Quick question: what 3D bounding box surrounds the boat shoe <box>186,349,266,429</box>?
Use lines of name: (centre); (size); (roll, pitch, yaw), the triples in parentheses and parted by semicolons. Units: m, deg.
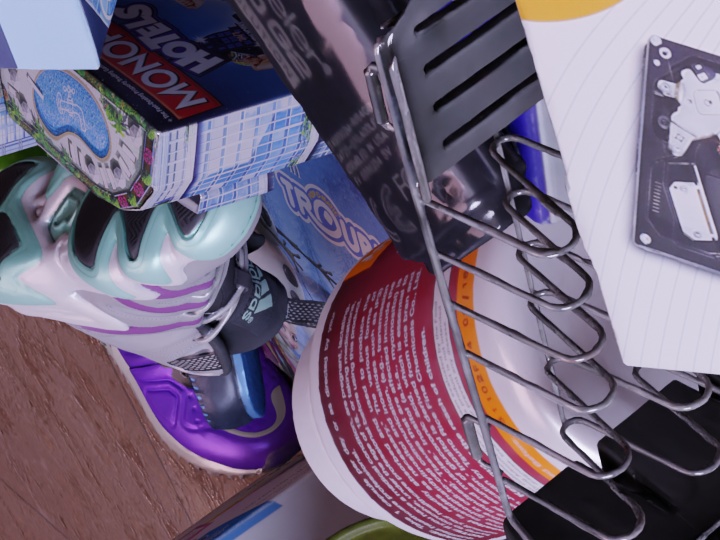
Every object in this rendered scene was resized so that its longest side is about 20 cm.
boat shoe: (-0.100, -0.011, 1.026); (0.084, 0.068, 0.201); (70, 180, -67)

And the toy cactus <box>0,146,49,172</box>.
toy cactus: (-0.128, -0.112, 0.922); (0.101, 0.166, 0.200); (4, 161, 10)

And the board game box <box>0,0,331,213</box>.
board game box: (-0.081, -0.080, 0.736); (0.200, 0.199, 0.062); (40, 138, 41)

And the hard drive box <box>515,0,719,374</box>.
hard drive box: (0.127, -0.058, 0.351); (0.199, 0.077, 0.157); (3, 129, 35)

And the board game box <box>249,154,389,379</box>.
board game box: (0.000, 0.000, 0.910); (0.200, 0.043, 0.200); (36, 151, 46)

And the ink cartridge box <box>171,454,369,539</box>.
ink cartridge box: (-0.054, 0.167, 1.146); (0.085, 0.144, 0.200); (56, 161, 1)

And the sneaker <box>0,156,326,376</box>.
sneaker: (-0.059, -0.003, 0.844); (0.139, 0.078, 0.199); (26, 165, -30)

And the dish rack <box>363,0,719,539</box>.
dish rack: (0.082, -0.017, 0.508); (0.054, 0.153, 0.201); (33, 151, 42)

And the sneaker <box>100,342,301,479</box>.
sneaker: (-0.105, 0.027, 1.167); (0.200, 0.069, 0.100); (44, 155, 31)

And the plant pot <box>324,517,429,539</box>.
plant pot: (0.037, 0.201, 0.904); (0.187, 0.187, 0.201); (37, 155, 45)

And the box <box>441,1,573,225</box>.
box: (0.015, -0.146, 0.556); (0.200, 0.105, 0.185); (41, 155, 39)

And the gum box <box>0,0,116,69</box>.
gum box: (-0.095, -0.192, 0.636); (0.044, 0.201, 0.170); (2, 143, 12)

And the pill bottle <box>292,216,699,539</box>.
pill bottle: (0.050, 0.030, 0.701); (0.113, 0.113, 0.200); (57, 153, -2)

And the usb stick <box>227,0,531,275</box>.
usb stick: (-0.025, -0.090, 0.531); (0.201, 0.033, 0.055); (56, 153, 1)
